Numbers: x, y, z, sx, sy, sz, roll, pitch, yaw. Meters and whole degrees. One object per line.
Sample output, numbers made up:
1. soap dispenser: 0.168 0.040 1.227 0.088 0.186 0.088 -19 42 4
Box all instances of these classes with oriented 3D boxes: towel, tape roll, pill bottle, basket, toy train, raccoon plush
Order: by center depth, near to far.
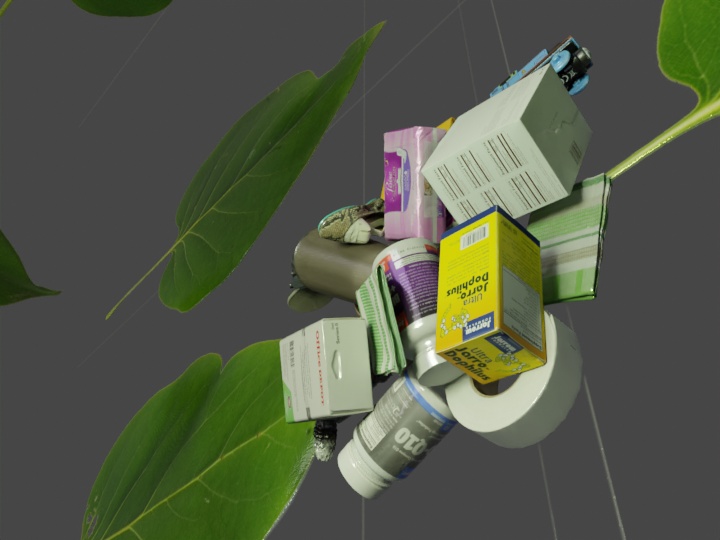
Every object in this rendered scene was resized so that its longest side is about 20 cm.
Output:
1. tape roll: 0.216 0.144 0.989 0.201 0.070 0.206 -37 36 32
2. pill bottle: 0.094 0.063 1.036 0.111 0.110 0.203 -38 54 29
3. towel: 0.028 0.085 1.052 0.200 0.023 0.157 125 133 -78
4. towel: 0.313 -0.040 1.061 0.148 0.030 0.204 -17 52 52
5. pill bottle: 0.060 0.253 1.080 0.201 0.113 0.114 -50 31 14
6. toy train: 0.324 -0.334 1.248 0.199 0.086 0.116 -40 29 28
7. raccoon plush: -0.010 0.242 1.255 0.132 0.096 0.206 -8 81 39
8. basket: 0.000 0.000 1.303 0.198 0.178 0.140 19 97 48

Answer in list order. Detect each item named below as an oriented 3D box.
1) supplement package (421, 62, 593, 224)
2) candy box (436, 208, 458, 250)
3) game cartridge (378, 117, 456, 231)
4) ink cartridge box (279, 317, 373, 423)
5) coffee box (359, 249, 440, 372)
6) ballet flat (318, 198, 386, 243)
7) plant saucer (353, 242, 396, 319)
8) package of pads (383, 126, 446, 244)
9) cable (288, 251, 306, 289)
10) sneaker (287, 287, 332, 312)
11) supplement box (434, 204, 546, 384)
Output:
1. supplement package: 0.241 -0.191 1.126 0.198 0.148 0.192 -23 23 44
2. candy box: 0.167 -0.134 1.320 0.136 0.060 0.203 -41 34 28
3. game cartridge: 0.110 -0.186 1.361 0.198 0.032 0.180 -24 45 47
4. ink cartridge box: -0.060 0.169 1.144 0.199 0.082 0.150 -29 64 60
5. coffee box: 0.097 0.069 1.189 0.201 0.113 0.080 -50 32 15
6. ballet flat: 0.007 -0.085 1.267 0.075 0.199 0.069 39 123 19
7. plant saucer: 0.049 0.024 1.381 0.199 0.034 0.203 -37 35 32
8. package of pads: 0.096 -0.149 1.235 0.119 0.074 0.206 4 96 56
9. cable: -0.071 -0.037 1.491 0.197 0.051 0.165 -22 36 37
10. sneaker: -0.083 0.009 1.562 0.198 0.075 0.107 -35 32 19
11. supplement box: 0.180 0.034 0.963 0.108 0.108 0.204 -28 42 40
